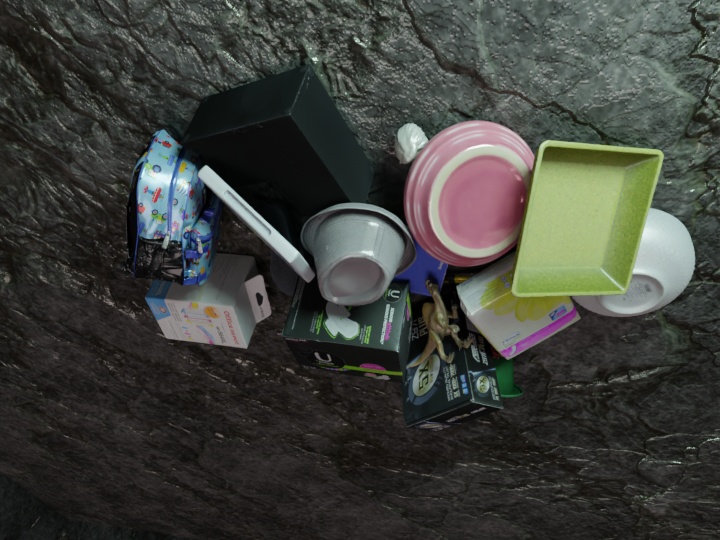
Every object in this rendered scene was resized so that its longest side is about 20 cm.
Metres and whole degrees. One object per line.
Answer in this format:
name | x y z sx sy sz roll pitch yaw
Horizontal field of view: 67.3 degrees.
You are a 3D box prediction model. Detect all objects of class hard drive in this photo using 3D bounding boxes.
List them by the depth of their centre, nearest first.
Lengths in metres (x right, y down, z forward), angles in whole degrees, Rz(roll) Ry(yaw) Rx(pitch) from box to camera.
hard drive | 0.044 -0.023 0.881 0.195 0.026 0.133 11 138 3

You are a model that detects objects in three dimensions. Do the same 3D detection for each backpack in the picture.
backpack | -0.284 -0.102 0.840 0.131 0.185 0.203 11 128 -10

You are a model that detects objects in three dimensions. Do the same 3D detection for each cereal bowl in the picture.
cereal bowl | 0.410 0.005 0.835 0.195 0.084 0.203 8 138 7

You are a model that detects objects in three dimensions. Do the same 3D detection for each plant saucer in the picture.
plant saucer | 0.292 -0.069 0.731 0.195 0.048 0.205 -1 110 -19
plant saucer | 0.159 -0.098 0.742 0.195 0.051 0.205 -3 110 -8

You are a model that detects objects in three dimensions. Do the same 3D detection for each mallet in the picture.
mallet | 0.171 0.008 0.939 0.195 0.042 0.067 5 140 16

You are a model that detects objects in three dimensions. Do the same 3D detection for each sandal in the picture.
sandal | -0.125 -0.035 0.955 0.075 0.043 0.203 23 135 27

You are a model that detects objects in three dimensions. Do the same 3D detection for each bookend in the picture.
bookend | -0.112 -0.164 0.782 0.195 0.094 0.200 -4 144 31

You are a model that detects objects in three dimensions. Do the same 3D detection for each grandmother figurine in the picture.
grandmother figurine | 0.121 -0.131 0.786 0.121 0.061 0.199 -41 115 19

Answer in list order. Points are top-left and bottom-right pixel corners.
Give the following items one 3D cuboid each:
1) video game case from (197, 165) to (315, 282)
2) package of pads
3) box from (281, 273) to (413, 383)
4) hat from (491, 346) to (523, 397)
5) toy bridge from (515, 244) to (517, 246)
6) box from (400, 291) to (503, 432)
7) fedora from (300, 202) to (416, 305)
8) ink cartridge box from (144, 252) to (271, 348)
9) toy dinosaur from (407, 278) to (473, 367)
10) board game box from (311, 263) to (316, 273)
video game case | -0.149 -0.061 0.821 0.181 0.023 0.200 43 175 7
package of pads | 0.257 0.055 0.883 0.153 0.069 0.200 -32 137 15
box | -0.014 0.100 0.938 0.195 0.127 0.150 6 150 13
hat | 0.257 0.138 1.057 0.195 0.165 0.181 10 94 13
toy bridge | 0.243 -0.054 0.828 0.196 0.028 0.067 -21 169 14
box | 0.153 0.168 0.981 0.085 0.204 0.163 19 143 -35
fedora | -0.010 -0.008 0.800 0.175 0.092 0.199 29 144 -23
ink cartridge box | -0.278 0.054 1.036 0.195 0.127 0.130 5 138 10
toy dinosaur | 0.133 0.104 0.911 0.057 0.101 0.204 -19 130 -29
board game box | 0.000 0.000 0.968 0.151 0.041 0.201 26 137 -13
